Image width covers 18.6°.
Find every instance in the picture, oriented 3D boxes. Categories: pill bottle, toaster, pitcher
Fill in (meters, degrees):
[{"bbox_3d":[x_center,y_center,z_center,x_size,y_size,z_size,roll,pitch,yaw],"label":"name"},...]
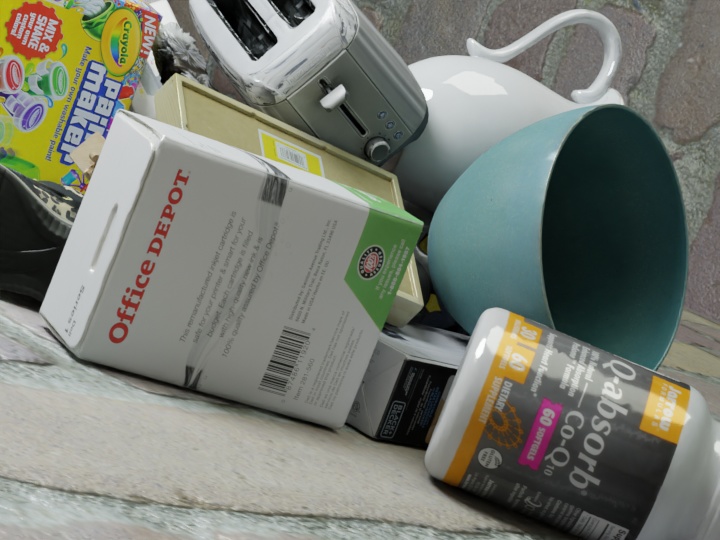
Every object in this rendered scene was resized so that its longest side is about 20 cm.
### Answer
[{"bbox_3d":[0.149,0.110,1.371,0.199,0.117,0.116,21,6,2],"label":"pill bottle"},{"bbox_3d":[-0.044,-0.161,1.613,0.129,0.113,0.200,49,5,-47],"label":"toaster"},{"bbox_3d":[0.113,-0.125,1.700,0.199,0.173,0.121,5,-7,-22],"label":"pitcher"}]

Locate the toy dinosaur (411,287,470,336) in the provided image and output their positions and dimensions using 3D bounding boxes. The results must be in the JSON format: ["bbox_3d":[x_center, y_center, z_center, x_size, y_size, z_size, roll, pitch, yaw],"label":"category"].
[{"bbox_3d":[0.075,0.046,1.749,0.180,0.201,0.105,-12,-44,27],"label":"toy dinosaur"}]

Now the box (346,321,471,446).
[{"bbox_3d":[0.047,0.079,1.531,0.199,0.061,0.116,15,9,-47],"label":"box"}]

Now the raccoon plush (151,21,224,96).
[{"bbox_3d":[-0.129,-0.062,1.587,0.096,0.134,0.201,23,33,-41],"label":"raccoon plush"}]

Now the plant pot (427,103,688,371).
[{"bbox_3d":[0.127,-0.015,1.563,0.134,0.202,0.199,0,-9,38],"label":"plant pot"}]

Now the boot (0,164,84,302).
[{"bbox_3d":[-0.232,-0.033,1.465,0.203,0.074,0.154,30,4,-19],"label":"boot"}]

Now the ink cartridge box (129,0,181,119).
[{"bbox_3d":[-0.163,-0.126,1.717,0.067,0.117,0.201,-18,64,-18],"label":"ink cartridge box"}]

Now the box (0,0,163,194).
[{"bbox_3d":[-0.269,-0.130,1.584,0.191,0.201,0.122,19,7,-15],"label":"box"}]

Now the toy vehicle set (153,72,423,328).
[{"bbox_3d":[-0.048,-0.047,1.498,0.199,0.026,0.125,24,39,-33],"label":"toy vehicle set"}]

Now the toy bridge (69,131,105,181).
[{"bbox_3d":[-0.123,-0.009,1.458,0.200,0.027,0.067,53,-5,-37],"label":"toy bridge"}]

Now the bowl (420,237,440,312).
[{"bbox_3d":[0.010,-0.029,1.995,0.107,0.201,0.199,-36,44,-29],"label":"bowl"}]

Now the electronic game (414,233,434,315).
[{"bbox_3d":[0.102,0.008,1.872,0.199,0.201,0.042,22,-34,-1],"label":"electronic game"}]

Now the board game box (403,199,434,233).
[{"bbox_3d":[0.057,-0.050,1.756,0.199,0.026,0.200,15,17,10],"label":"board game box"}]

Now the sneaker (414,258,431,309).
[{"bbox_3d":[-0.001,0.003,1.658,0.199,0.060,0.104,13,-1,42],"label":"sneaker"}]

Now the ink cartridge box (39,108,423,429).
[{"bbox_3d":[-0.081,0.000,1.376,0.199,0.147,0.084,19,8,-31],"label":"ink cartridge box"}]
